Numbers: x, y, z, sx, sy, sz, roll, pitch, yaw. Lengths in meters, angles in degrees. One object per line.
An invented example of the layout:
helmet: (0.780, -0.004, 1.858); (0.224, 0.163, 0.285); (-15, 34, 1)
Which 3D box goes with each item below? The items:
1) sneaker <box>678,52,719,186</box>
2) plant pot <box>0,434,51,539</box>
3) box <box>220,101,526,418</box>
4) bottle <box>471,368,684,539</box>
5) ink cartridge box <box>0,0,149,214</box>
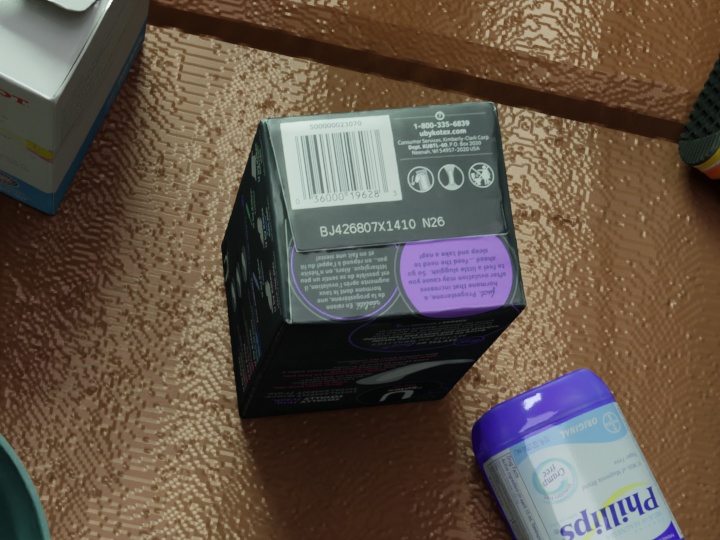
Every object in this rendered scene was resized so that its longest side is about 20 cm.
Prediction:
sneaker: (0.269, -0.121, 1.181); (0.090, 0.070, 0.201); (37, 70, -13)
plant pot: (-0.266, 0.150, 0.936); (0.200, 0.134, 0.202); (5, 83, -39)
box: (0.000, 0.000, 1.015); (0.122, 0.200, 0.107); (-4, 73, -12)
bottle: (0.134, 0.156, 1.063); (0.083, 0.065, 0.201); (-21, 78, -17)
ink cartridge box: (-0.187, -0.138, 1.024); (0.128, 0.200, 0.126); (26, 70, -2)
